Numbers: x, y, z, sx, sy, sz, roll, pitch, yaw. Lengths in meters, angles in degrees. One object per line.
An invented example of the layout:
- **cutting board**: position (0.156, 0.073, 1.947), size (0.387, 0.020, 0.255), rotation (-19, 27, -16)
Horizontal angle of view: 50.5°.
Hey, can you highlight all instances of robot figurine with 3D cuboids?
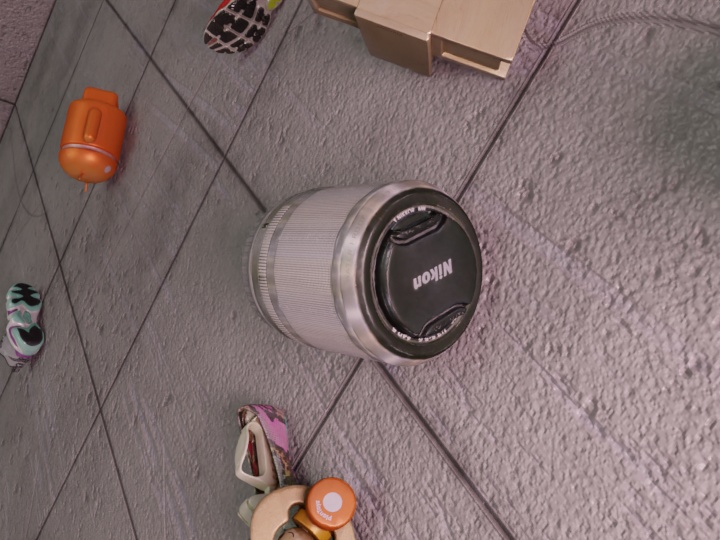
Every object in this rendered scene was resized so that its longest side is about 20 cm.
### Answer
- **robot figurine**: position (-0.533, -0.260, 1.522), size (0.144, 0.117, 0.200), rotation (-4, 72, 35)

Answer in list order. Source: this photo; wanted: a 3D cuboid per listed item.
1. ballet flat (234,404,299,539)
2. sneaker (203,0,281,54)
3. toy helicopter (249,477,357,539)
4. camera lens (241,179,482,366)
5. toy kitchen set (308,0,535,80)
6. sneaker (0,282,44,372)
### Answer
- **ballet flat**: position (-0.101, 0.231, 0.824), size (0.069, 0.071, 0.200), rotation (-46, 45, 30)
- **sneaker**: position (-0.165, -0.415, 1.161), size (0.200, 0.077, 0.085), rotation (-44, 40, 19)
- **toy helicopter**: position (-0.047, 0.298, 0.698), size (0.079, 0.132, 0.200), rotation (116, 134, -61)
- **camera lens**: position (0.000, 0.000, 0.712), size (0.200, 0.160, 0.160), rotation (3, 79, 52)
- **toy kitchen set**: position (0.075, -0.296, 0.743), size (0.163, 0.200, 0.181), rotation (-25, -45, -84)
- **sneaker**: position (-0.766, 0.134, 1.694), size (0.140, 0.078, 0.200), rotation (-49, 43, 27)
